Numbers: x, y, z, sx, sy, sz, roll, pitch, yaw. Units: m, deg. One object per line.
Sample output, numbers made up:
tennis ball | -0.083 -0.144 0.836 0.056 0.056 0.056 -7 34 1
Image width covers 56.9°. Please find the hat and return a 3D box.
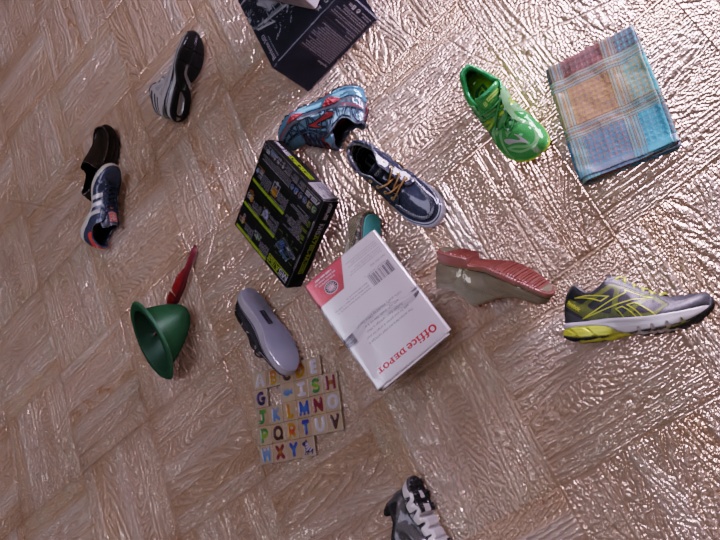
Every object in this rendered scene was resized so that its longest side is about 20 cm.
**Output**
hat | -0.370 0.101 1.397 0.165 0.174 0.204 36 138 30

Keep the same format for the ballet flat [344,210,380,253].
ballet flat | 0.000 0.000 1.149 0.074 0.067 0.206 -11 74 52

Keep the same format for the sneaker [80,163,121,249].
sneaker | -0.592 -0.146 1.559 0.084 0.074 0.205 28 106 35

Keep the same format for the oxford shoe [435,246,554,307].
oxford shoe | 0.202 0.022 1.015 0.197 0.070 0.076 21 113 37

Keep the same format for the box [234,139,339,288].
box | -0.143 -0.107 1.240 0.200 0.047 0.196 46 125 31

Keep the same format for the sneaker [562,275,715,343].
sneaker | 0.363 0.044 0.889 0.196 0.074 0.087 -13 73 31

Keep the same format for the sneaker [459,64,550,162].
sneaker | 0.214 -0.245 1.037 0.074 0.083 0.201 -45 61 17

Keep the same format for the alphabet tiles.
alphabet tiles | -0.115 0.253 1.205 0.196 0.007 0.172 -18 71 30

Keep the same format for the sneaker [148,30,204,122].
sneaker | -0.429 -0.446 1.503 0.113 0.075 0.206 18 93 32

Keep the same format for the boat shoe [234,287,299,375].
boat shoe | -0.183 0.126 1.243 0.201 0.069 0.067 51 126 26

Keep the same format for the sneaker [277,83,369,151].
sneaker | -0.072 -0.262 1.232 0.197 0.079 0.098 -25 70 27

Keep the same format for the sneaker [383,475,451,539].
sneaker | 0.094 0.424 1.003 0.090 0.066 0.203 -40 58 23

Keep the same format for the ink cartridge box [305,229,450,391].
ink cartridge box | 0.029 0.066 1.048 0.146 0.083 0.202 -37 77 -2

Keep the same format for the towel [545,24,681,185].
towel | 0.364 -0.242 0.975 0.144 0.022 0.205 -22 69 28

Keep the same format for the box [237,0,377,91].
box | -0.104 -0.500 1.274 0.196 0.123 0.203 -40 62 23

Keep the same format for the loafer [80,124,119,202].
loafer | -0.634 -0.261 1.606 0.071 0.071 0.206 -8 77 31

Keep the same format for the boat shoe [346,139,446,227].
boat shoe | 0.054 -0.145 1.118 0.200 0.090 0.072 43 104 31

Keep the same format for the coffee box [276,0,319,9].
coffee box | -0.158 -0.605 1.135 0.197 0.199 0.202 26 93 33
